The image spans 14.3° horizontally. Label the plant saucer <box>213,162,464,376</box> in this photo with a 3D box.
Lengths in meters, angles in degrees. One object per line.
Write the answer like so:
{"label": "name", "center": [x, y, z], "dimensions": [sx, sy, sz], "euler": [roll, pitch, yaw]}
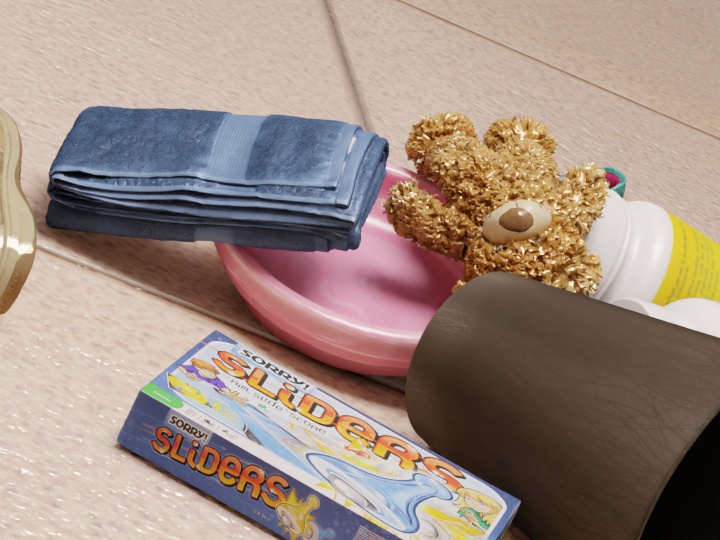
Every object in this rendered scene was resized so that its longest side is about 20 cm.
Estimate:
{"label": "plant saucer", "center": [0.000, 0.000, 1.789], "dimensions": [0.199, 0.051, 0.201], "euler": [14, 33, -10]}

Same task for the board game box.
{"label": "board game box", "center": [-0.019, 0.109, 1.541], "dimensions": [0.199, 0.035, 0.135], "euler": [29, 18, 6]}

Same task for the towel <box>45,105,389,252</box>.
{"label": "towel", "center": [-0.087, -0.061, 1.746], "dimensions": [0.199, 0.049, 0.112], "euler": [4, 34, 10]}

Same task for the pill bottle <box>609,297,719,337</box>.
{"label": "pill bottle", "center": [0.234, 0.082, 1.800], "dimensions": [0.199, 0.113, 0.112], "euler": [17, 20, -31]}

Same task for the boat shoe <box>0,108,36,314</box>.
{"label": "boat shoe", "center": [-0.232, -0.049, 1.626], "dimensions": [0.064, 0.072, 0.200], "euler": [19, 20, -25]}

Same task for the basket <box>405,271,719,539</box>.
{"label": "basket", "center": [0.134, 0.089, 1.636], "dimensions": [0.200, 0.181, 0.136], "euler": [30, -12, 38]}

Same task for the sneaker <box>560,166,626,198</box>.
{"label": "sneaker", "center": [0.168, -0.007, 1.992], "dimensions": [0.199, 0.121, 0.084], "euler": [23, 18, -12]}

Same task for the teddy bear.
{"label": "teddy bear", "center": [0.089, -0.047, 1.797], "dimensions": [0.144, 0.067, 0.200], "euler": [17, 32, 0]}

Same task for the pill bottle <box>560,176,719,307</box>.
{"label": "pill bottle", "center": [0.199, 0.025, 1.906], "dimensions": [0.199, 0.115, 0.114], "euler": [31, 14, -25]}
